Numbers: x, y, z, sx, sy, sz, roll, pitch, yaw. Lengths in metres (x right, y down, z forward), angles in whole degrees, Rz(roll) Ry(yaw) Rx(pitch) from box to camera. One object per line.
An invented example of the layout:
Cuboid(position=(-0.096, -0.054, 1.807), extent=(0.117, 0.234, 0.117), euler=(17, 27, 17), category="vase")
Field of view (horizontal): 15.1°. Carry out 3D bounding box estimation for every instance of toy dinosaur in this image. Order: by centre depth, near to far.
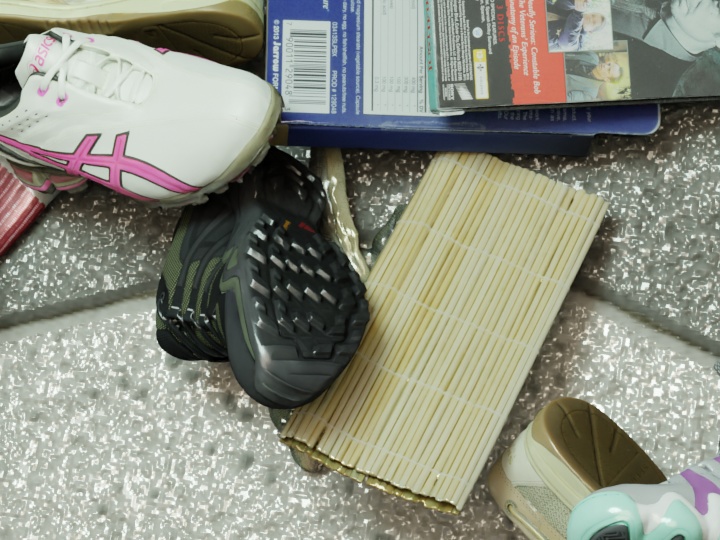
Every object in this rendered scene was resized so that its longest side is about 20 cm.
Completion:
Cuboid(position=(0.000, 0.000, 1.381), extent=(0.088, 0.047, 0.201), euler=(-2, 72, 19), category="toy dinosaur")

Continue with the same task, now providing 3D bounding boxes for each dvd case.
Cuboid(position=(0.127, -0.153, 1.349), extent=(0.199, 0.022, 0.147), euler=(-4, 89, -11), category="dvd case")

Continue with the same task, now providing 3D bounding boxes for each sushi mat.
Cuboid(position=(0.043, 0.024, 1.327), extent=(0.095, 0.012, 0.201), euler=(21, 57, 12), category="sushi mat")

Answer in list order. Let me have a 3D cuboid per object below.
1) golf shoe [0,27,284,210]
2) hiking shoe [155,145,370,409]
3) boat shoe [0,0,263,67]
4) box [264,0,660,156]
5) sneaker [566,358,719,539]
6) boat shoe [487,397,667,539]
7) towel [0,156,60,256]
Cuboid(position=(-0.128, -0.079, 1.346), extent=(0.199, 0.092, 0.073), euler=(2, 63, 39), category="golf shoe")
Cuboid(position=(-0.054, 0.019, 1.333), extent=(0.075, 0.200, 0.101), euler=(25, 116, -21), category="hiking shoe")
Cuboid(position=(-0.141, -0.140, 1.418), extent=(0.199, 0.074, 0.067), euler=(0, 60, 15), category="boat shoe")
Cuboid(position=(0.051, -0.120, 1.384), extent=(0.199, 0.032, 0.122), euler=(2, 68, -2), category="box")
Cuboid(position=(0.173, 0.094, 1.266), extent=(0.078, 0.199, 0.141), euler=(-46, 40, 41), category="sneaker")
Cuboid(position=(0.142, 0.153, 1.301), extent=(0.200, 0.072, 0.065), euler=(47, 125, 8), category="boat shoe")
Cuboid(position=(-0.197, -0.101, 1.463), extent=(0.144, 0.023, 0.200), euler=(42, 89, 17), category="towel")
